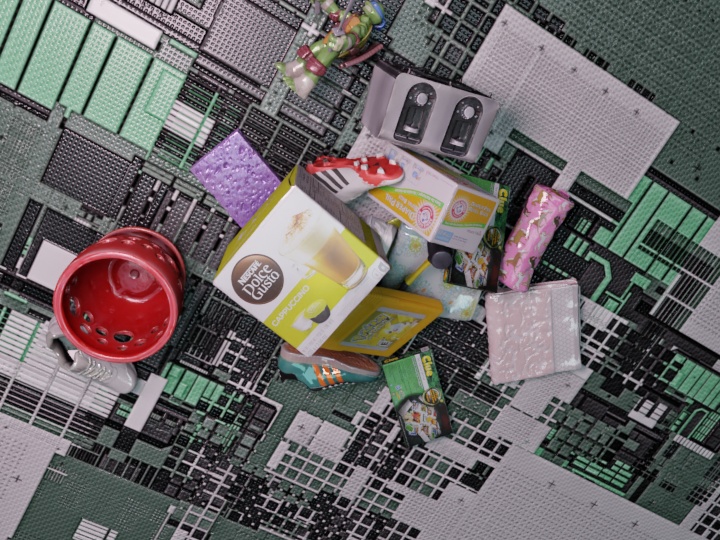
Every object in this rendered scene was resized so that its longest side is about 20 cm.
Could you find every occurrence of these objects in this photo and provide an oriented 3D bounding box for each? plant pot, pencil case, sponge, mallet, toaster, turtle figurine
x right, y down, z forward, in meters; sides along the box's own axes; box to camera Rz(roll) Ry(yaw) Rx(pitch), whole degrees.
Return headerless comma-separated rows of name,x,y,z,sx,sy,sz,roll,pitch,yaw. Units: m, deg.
plant pot,-0.403,0.033,1.207,0.198,0.183,0.202,-2,109,-5
pencil case,0.319,-0.061,1.299,0.082,0.087,0.201,26,107,6
sponge,-0.195,-0.140,1.248,0.111,0.030,0.200,-37,110,9
mallet,0.090,0.022,1.249,0.041,0.066,0.200,34,109,-23
toaster,0.104,-0.270,1.156,0.179,0.200,0.120,12,111,-18
turtle figurine,-0.066,-0.388,1.117,0.194,0.200,0.144,-43,74,14

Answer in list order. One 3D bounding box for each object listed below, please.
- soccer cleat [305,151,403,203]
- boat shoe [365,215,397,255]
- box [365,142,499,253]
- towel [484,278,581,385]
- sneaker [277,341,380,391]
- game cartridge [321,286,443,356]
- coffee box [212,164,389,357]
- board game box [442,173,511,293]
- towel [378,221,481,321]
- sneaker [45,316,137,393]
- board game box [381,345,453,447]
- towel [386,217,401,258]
soccer cleat,-0.009,-0.155,1.203,0.199,0.069,0.086,9,127,33
boat shoe,0.000,0.000,1.279,0.064,0.074,0.203,25,104,-1
box,0.118,-0.124,1.179,0.112,0.200,0.102,12,111,-40
towel,0.347,0.124,1.393,0.189,0.032,0.202,-9,109,-2
sneaker,-0.063,0.196,1.362,0.198,0.071,0.081,12,111,-3
game cartridge,0.026,0.096,1.273,0.199,0.033,0.176,11,138,-39
coffee box,-0.095,-0.023,1.136,0.197,0.200,0.200,40,101,-14
board game box,0.212,-0.067,1.265,0.104,0.023,0.202,12,80,-14
towel,0.144,0.004,1.310,0.198,0.048,0.172,11,112,-14
sneaker,-0.503,0.172,1.290,0.200,0.099,0.078,41,101,-17
board game box,0.116,0.257,1.414,0.104,0.023,0.201,-16,111,1
towel,0.048,-0.046,1.312,0.199,0.018,0.087,-25,111,3
